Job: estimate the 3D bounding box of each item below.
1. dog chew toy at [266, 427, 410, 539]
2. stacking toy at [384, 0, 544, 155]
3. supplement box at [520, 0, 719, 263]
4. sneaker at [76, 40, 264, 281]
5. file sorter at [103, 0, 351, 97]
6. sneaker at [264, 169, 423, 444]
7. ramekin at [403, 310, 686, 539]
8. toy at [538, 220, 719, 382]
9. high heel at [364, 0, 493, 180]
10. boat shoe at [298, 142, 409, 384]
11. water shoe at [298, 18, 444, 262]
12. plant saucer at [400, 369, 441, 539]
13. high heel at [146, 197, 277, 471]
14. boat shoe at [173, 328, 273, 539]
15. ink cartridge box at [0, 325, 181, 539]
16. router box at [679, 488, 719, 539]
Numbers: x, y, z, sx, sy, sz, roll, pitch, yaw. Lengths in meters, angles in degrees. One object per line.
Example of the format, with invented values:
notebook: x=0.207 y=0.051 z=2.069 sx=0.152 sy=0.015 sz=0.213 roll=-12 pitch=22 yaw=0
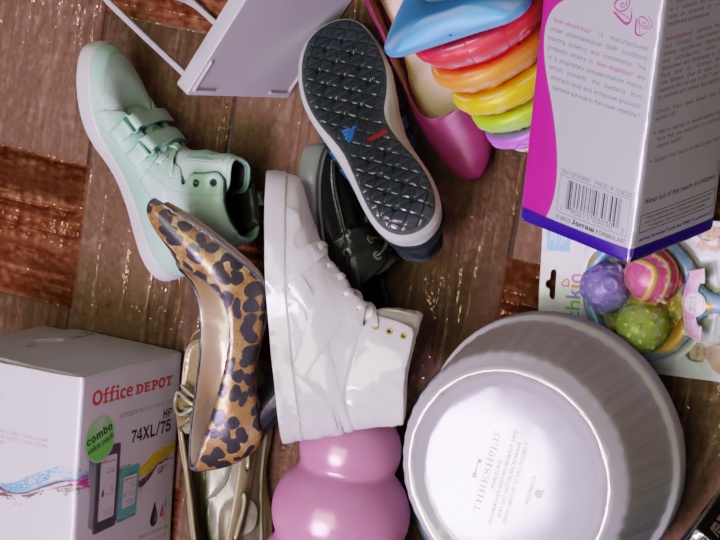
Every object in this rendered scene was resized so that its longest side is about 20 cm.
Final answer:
dog chew toy: x=-0.017 y=0.196 z=1.537 sx=0.124 sy=0.124 sz=0.201 roll=12 pitch=98 yaw=26
stacking toy: x=0.113 y=-0.127 z=1.435 sx=0.115 sy=0.110 sz=0.201 roll=-15 pitch=121 yaw=29
supplement box: x=0.185 y=-0.124 z=1.370 sx=0.101 sy=0.103 sz=0.201 roll=25 pitch=122 yaw=39
sneaker: x=-0.144 y=-0.101 z=1.594 sx=0.118 sy=0.074 sz=0.202 roll=-18 pitch=97 yaw=35
file sorter: x=-0.079 y=-0.247 z=1.510 sx=0.125 sy=0.139 sz=0.200 roll=44 pitch=113 yaw=20
sneaker: x=-0.012 y=0.021 z=1.485 sx=0.115 sy=0.074 sz=0.202 roll=-6 pitch=91 yaw=2
ramekin: x=0.122 y=0.135 z=1.421 sx=0.201 sy=0.094 sz=0.204 roll=5 pitch=102 yaw=27
toy: x=0.212 y=0.020 z=1.436 sx=0.199 sy=0.047 sz=0.116 roll=6 pitch=98 yaw=27
high heel: x=0.038 y=-0.160 z=1.479 sx=0.067 sy=0.096 sz=0.201 roll=-24 pitch=84 yaw=28
boat shoe: x=0.000 y=0.000 z=1.536 sx=0.066 sy=0.070 sz=0.202 roll=-7 pitch=93 yaw=21
water shoe: x=0.006 y=-0.094 z=1.515 sx=0.071 sy=0.079 sz=0.201 roll=-20 pitch=64 yaw=1
plant saucer: x=0.112 y=0.158 z=1.506 sx=0.199 sy=0.036 sz=0.202 roll=6 pitch=102 yaw=28
high heel: x=-0.128 y=0.053 z=1.540 sx=0.143 sy=0.071 sz=0.200 roll=-46 pitch=110 yaw=-8
boat shoe: x=-0.115 y=0.146 z=1.614 sx=0.073 sy=0.063 sz=0.202 roll=0 pitch=96 yaw=28
ink cartridge box: x=-0.248 y=0.160 z=1.639 sx=0.145 sy=0.146 sz=0.202 roll=9 pitch=101 yaw=27
router box: x=0.230 y=0.218 z=1.363 sx=0.062 sy=0.200 sz=0.150 roll=36 pitch=112 yaw=11
